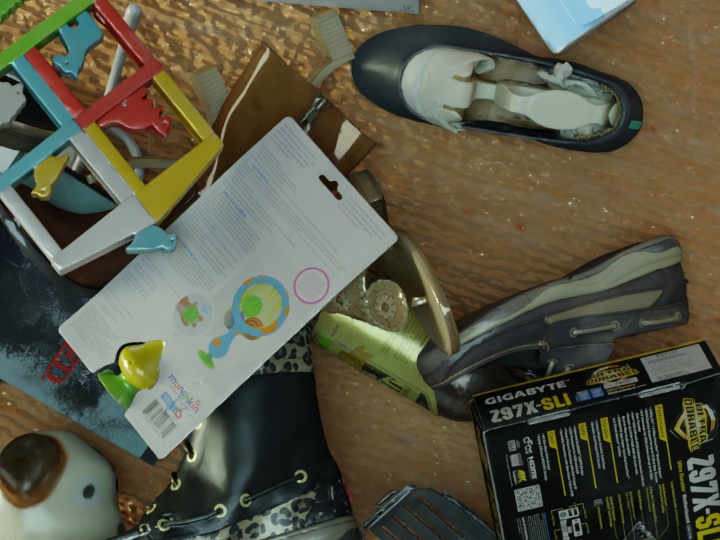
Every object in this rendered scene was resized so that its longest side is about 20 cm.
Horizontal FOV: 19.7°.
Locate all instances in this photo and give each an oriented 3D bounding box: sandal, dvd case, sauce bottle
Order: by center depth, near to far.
[{"bbox_3d":[0.001,0.005,1.324,0.069,0.212,0.078,-20,120,-6],"label":"sandal"},{"bbox_3d":[0.048,0.059,1.392,0.199,0.065,0.065,31,96,4],"label":"sauce bottle"},{"bbox_3d":[-0.181,0.025,1.394,0.200,0.022,0.146,34,97,-24],"label":"dvd case"}]

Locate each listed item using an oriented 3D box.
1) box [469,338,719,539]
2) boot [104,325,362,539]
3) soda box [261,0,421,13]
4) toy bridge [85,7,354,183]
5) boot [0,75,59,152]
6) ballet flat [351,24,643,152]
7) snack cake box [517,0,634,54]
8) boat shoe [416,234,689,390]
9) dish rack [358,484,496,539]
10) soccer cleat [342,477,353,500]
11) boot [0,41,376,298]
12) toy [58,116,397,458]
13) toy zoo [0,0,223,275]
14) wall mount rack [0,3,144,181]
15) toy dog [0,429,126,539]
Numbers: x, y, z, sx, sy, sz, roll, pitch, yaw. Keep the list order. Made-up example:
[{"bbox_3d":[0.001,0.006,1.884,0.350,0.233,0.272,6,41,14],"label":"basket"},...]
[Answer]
[{"bbox_3d":[0.166,0.158,1.351,0.159,0.049,0.201,-15,117,-3],"label":"box"},{"bbox_3d":[-0.110,0.124,1.334,0.203,0.073,0.154,-10,81,-2],"label":"boot"},{"bbox_3d":[-0.056,-0.220,1.372,0.199,0.068,0.064,5,71,5],"label":"soda box"},{"bbox_3d":[-0.093,-0.104,1.382,0.199,0.027,0.067,-28,107,-13],"label":"toy bridge"},{"bbox_3d":[-0.287,-0.088,1.350,0.199,0.075,0.097,18,112,10],"label":"boot"},{"bbox_3d":[0.089,-0.119,1.373,0.199,0.073,0.073,12,95,4],"label":"ballet flat"},{"bbox_3d":[0.097,-0.239,1.340,0.067,0.115,0.200,-34,91,7],"label":"snack cake box"},{"bbox_3d":[0.134,0.041,1.351,0.199,0.074,0.074,-23,89,-16],"label":"boat shoe"},{"bbox_3d":[0.016,0.242,1.383,0.200,0.055,0.153,-43,124,5],"label":"dish rack"},{"bbox_3d":[-0.046,0.140,1.412,0.073,0.068,0.201,-19,94,-13],"label":"soccer cleat"},{"bbox_3d":[-0.113,-0.060,1.333,0.188,0.068,0.200,36,97,-21],"label":"boot"},{"bbox_3d":[-0.080,0.014,1.301,0.200,0.047,0.115,-41,67,-1],"label":"toy"},{"bbox_3d":[-0.178,-0.091,1.290,0.131,0.020,0.200,-39,87,-12],"label":"toy zoo"},{"bbox_3d":[-0.231,-0.123,1.399,0.199,0.075,0.174,25,96,2],"label":"wall mount rack"},{"bbox_3d":[-0.241,0.198,1.409,0.200,0.139,0.194,-45,58,7],"label":"toy dog"}]
